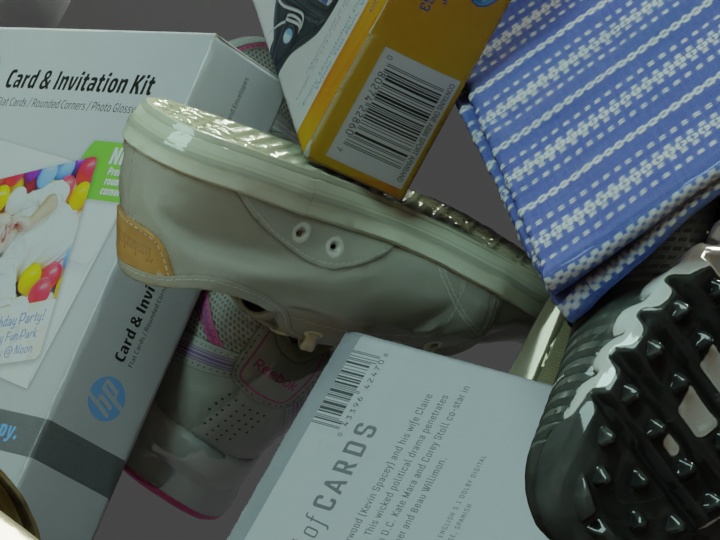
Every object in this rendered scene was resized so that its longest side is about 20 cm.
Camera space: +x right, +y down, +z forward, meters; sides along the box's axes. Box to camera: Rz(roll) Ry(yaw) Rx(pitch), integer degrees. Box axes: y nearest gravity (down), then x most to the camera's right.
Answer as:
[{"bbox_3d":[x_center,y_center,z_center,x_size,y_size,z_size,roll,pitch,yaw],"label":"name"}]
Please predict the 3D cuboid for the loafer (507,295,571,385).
[{"bbox_3d":[0.077,0.057,0.927,0.068,0.076,0.200,24,66,41],"label":"loafer"}]

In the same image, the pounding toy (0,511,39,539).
[{"bbox_3d":[-0.151,0.112,0.745,0.200,0.142,0.184,35,28,18],"label":"pounding toy"}]

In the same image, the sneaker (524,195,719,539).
[{"bbox_3d":[0.089,0.008,0.848,0.090,0.067,0.200,-11,36,47],"label":"sneaker"}]

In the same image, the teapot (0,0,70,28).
[{"bbox_3d":[-0.215,-0.117,1.209,0.197,0.200,0.147,16,78,15],"label":"teapot"}]

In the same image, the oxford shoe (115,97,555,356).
[{"bbox_3d":[0.000,0.000,0.945,0.075,0.200,0.058,32,100,52],"label":"oxford shoe"}]

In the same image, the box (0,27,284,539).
[{"bbox_3d":[-0.119,0.014,1.007,0.156,0.041,0.201,8,69,51],"label":"box"}]

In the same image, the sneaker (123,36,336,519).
[{"bbox_3d":[-0.030,-0.011,1.031,0.088,0.081,0.200,-35,36,34],"label":"sneaker"}]

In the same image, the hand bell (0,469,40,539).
[{"bbox_3d":[-0.157,0.041,0.945,0.104,0.104,0.200,-20,29,2],"label":"hand bell"}]

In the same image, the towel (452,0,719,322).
[{"bbox_3d":[0.096,-0.070,0.869,0.145,0.024,0.200,-36,25,9],"label":"towel"}]

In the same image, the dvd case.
[{"bbox_3d":[0.045,0.102,0.839,0.199,0.025,0.151,14,62,35],"label":"dvd case"}]

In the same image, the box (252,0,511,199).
[{"bbox_3d":[0.012,-0.115,0.980,0.119,0.041,0.200,-61,16,17],"label":"box"}]
